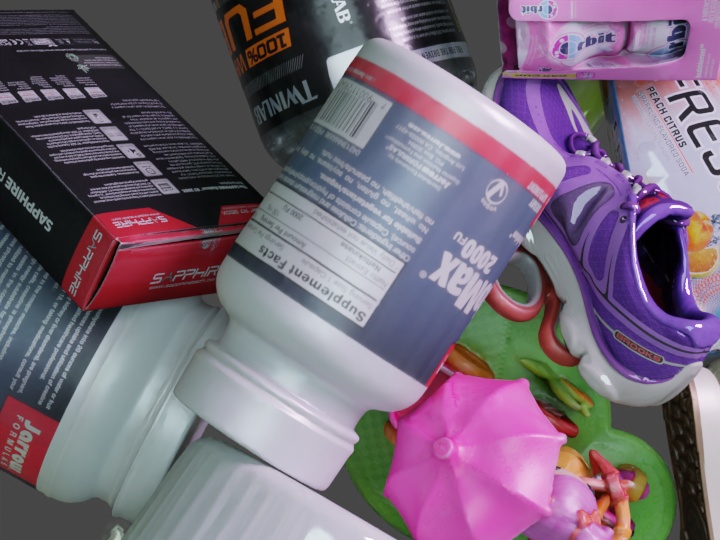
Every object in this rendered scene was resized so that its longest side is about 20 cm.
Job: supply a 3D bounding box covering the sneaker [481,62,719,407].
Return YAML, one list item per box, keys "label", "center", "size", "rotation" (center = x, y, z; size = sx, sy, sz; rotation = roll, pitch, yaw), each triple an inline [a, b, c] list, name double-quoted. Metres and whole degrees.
- label: "sneaker"
  center: [0.130, -0.030, 1.283]
  size: [0.083, 0.080, 0.200]
  rotation: [-45, 61, 38]

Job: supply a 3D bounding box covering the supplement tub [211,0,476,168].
- label: "supplement tub"
  center: [-0.013, -0.137, 1.339]
  size: [0.122, 0.123, 0.201]
  rotation: [-20, 86, -2]

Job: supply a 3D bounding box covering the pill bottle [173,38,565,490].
- label: "pill bottle"
  center: [0.000, 0.000, 1.224]
  size: [0.119, 0.120, 0.200]
  rotation: [33, 90, 2]

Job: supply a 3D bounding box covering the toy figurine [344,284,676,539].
- label: "toy figurine"
  center: [0.080, 0.108, 1.280]
  size: [0.200, 0.184, 0.150]
  rotation: [35, 98, -4]

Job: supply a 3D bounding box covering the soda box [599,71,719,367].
- label: "soda box"
  center: [0.172, -0.047, 1.348]
  size: [0.063, 0.068, 0.201]
  rotation: [-9, 79, -1]

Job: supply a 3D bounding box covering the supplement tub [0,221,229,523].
- label: "supplement tub"
  center: [-0.172, 0.034, 1.317]
  size: [0.200, 0.140, 0.141]
  rotation: [28, 86, 2]

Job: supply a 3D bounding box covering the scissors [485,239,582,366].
- label: "scissors"
  center: [0.101, -0.030, 1.336]
  size: [0.073, 0.200, 0.014]
  rotation: [30, 130, -16]

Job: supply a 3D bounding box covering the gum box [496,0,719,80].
- label: "gum box"
  center: [0.127, -0.186, 1.322]
  size: [0.113, 0.066, 0.200]
  rotation: [-1, 52, -1]

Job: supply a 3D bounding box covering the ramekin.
- label: "ramekin"
  center: [-0.028, 0.165, 1.243]
  size: [0.200, 0.200, 0.098]
  rotation: [31, 84, 2]

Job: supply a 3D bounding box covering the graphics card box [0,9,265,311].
- label: "graphics card box"
  center: [-0.145, -0.061, 1.295]
  size: [0.200, 0.125, 0.051]
  rotation: [45, 122, 28]

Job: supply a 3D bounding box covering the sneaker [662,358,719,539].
- label: "sneaker"
  center: [0.216, 0.132, 1.323]
  size: [0.090, 0.067, 0.201]
  rotation: [-13, 113, -11]
